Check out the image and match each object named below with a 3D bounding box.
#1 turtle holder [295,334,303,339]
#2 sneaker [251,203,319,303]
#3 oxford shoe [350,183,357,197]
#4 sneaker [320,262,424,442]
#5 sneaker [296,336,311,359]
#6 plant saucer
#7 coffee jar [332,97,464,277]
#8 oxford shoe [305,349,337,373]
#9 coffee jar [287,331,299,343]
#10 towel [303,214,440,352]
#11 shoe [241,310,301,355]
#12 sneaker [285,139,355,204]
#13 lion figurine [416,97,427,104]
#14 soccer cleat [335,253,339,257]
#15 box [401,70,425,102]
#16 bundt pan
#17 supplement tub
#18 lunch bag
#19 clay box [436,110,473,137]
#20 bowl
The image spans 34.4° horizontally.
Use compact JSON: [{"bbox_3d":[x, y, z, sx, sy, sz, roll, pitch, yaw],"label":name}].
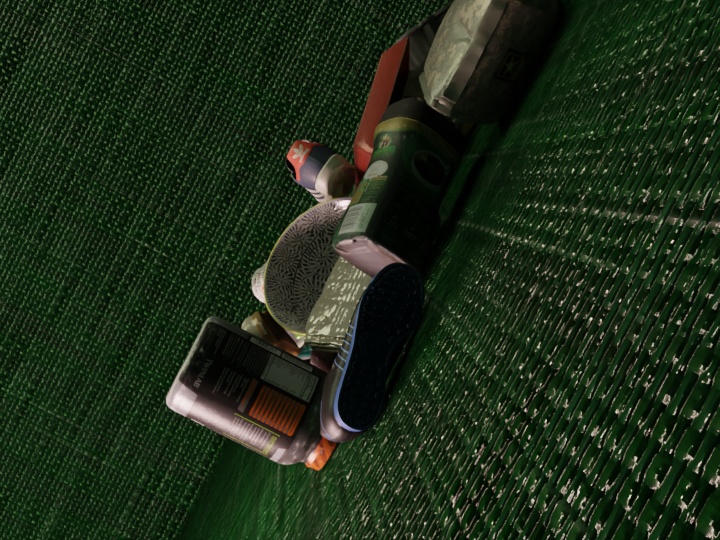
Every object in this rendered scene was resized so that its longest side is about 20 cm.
[{"bbox_3d":[-0.043,0.027,1.781,0.132,0.185,0.142,133,131,-75],"label":"turtle holder"},{"bbox_3d":[-0.086,-0.028,1.687,0.108,0.067,0.201,-39,8,40],"label":"sneaker"},{"bbox_3d":[0.031,-0.052,1.730,0.070,0.075,0.201,-46,35,45],"label":"oxford shoe"},{"bbox_3d":[0.005,0.085,1.204,0.078,0.070,0.200,-42,21,58],"label":"sneaker"},{"bbox_3d":[-0.074,0.152,1.651,0.121,0.083,0.200,-54,-1,-43],"label":"sneaker"},{"bbox_3d":[0.029,-0.192,1.627,0.200,0.037,0.201,86,-161,-63],"label":"plant saucer"},{"bbox_3d":[0.047,-0.093,1.334,0.085,0.104,0.201,-10,52,51],"label":"coffee jar"},{"bbox_3d":[-0.062,0.154,1.513,0.200,0.072,0.071,-58,7,47],"label":"oxford shoe"},{"bbox_3d":[-0.102,0.109,2.004,0.086,0.104,0.200,-60,4,-1],"label":"coffee jar"},{"bbox_3d":[0.015,0.013,1.404,0.132,0.034,0.200,4,60,48],"label":"towel"},{"bbox_3d":[-0.125,0.091,1.508,0.053,0.070,0.200,-39,-12,1],"label":"shoe"},{"bbox_3d":[-0.057,-0.137,1.602,0.075,0.084,0.200,-56,-8,-7],"label":"sneaker"},{"bbox_3d":[0.082,-0.153,1.565,0.123,0.072,0.201,-64,-6,-77],"label":"lion figurine"},{"bbox_3d":[0.000,0.000,1.626,0.068,0.081,0.201,-54,-35,-58],"label":"soccer cleat"},{"bbox_3d":[0.078,-0.192,1.708,0.200,0.035,0.110,83,-159,-66],"label":"box"},{"bbox_3d":[0.130,-0.323,1.721,0.201,0.076,0.202,-32,-6,-4],"label":"bundt pan"},{"bbox_3d":[-0.116,0.148,1.369,0.123,0.199,0.123,-61,6,10],"label":"supplement tub"},{"bbox_3d":[0.145,-0.261,1.335,0.164,0.117,0.200,-61,1,21],"label":"lunch bag"},{"bbox_3d":[0.134,-0.219,1.628,0.200,0.047,0.115,-58,7,43],"label":"clay box"},{"bbox_3d":[-0.020,0.011,1.533,0.094,0.200,0.201,41,-109,-49],"label":"bowl"}]
